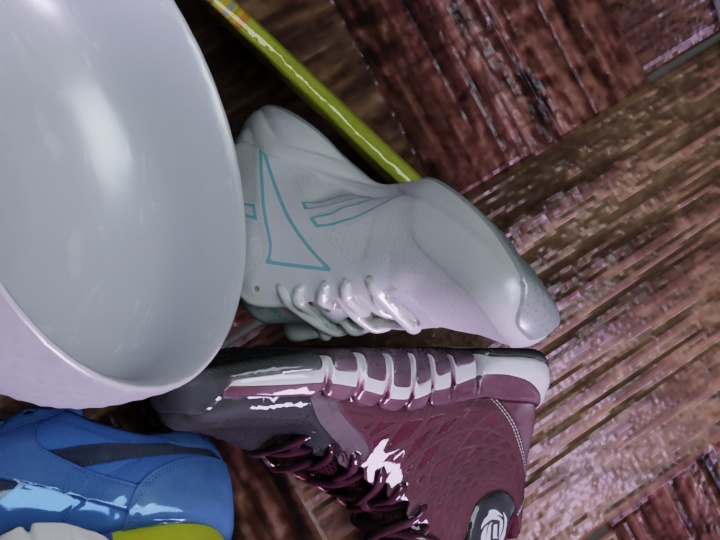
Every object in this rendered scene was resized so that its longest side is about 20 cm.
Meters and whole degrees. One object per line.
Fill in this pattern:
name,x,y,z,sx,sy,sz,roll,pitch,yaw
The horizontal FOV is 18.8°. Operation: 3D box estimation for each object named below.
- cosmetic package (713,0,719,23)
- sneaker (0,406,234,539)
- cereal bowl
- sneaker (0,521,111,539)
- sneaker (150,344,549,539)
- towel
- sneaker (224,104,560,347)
cosmetic package,0.281,-0.115,1.006,0.166,0.166,0.202,-15,87,-23
sneaker,-0.149,0.093,0.862,0.198,0.066,0.079,-1,56,-17
cereal bowl,-0.131,-0.041,0.816,0.200,0.083,0.201,41,39,-45
sneaker,-0.069,0.171,0.840,0.199,0.079,0.090,23,40,-33
sneaker,0.003,0.089,0.896,0.199,0.075,0.117,2,88,-38
towel,-0.036,-0.086,0.919,0.200,0.086,0.018,43,94,-12
sneaker,0.000,0.000,0.873,0.080,0.200,0.071,-49,130,-14
